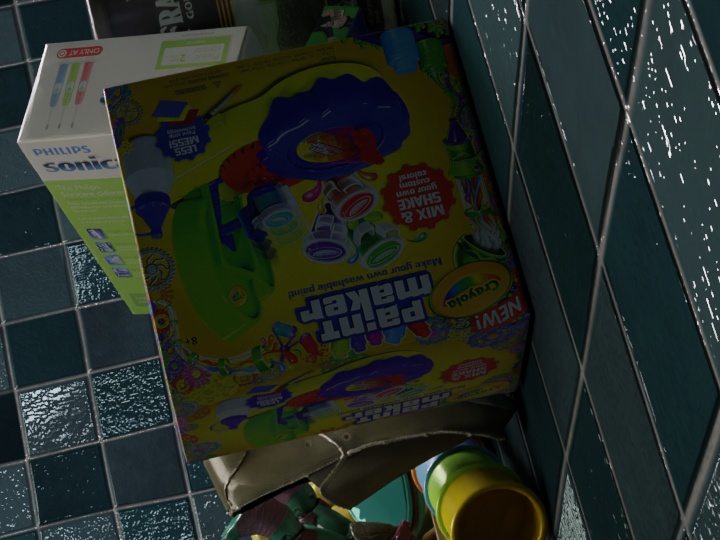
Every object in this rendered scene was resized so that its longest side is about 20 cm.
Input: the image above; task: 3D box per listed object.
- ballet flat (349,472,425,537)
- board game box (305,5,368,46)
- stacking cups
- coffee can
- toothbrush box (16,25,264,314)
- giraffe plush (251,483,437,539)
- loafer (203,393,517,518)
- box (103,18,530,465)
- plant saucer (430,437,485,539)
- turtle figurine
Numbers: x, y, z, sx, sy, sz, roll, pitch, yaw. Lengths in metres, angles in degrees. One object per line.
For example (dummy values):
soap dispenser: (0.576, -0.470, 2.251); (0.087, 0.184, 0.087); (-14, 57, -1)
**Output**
ballet flat: (0.002, 0.128, 1.661); (0.200, 0.067, 0.070); (57, -162, 25)
board game box: (-0.008, -0.056, 1.440); (0.200, 0.029, 0.135); (70, -147, -43)
stacking cups: (0.058, 0.125, 1.352); (0.200, 0.060, 0.061); (-132, 29, -69)
coffee can: (-0.085, -0.188, 1.491); (0.146, 0.200, 0.146); (167, 90, -85)
toothbrush box: (-0.113, -0.061, 1.424); (0.200, 0.146, 0.086); (61, -148, -51)
giraffe plush: (0.026, 0.233, 1.752); (0.162, 0.200, 0.173); (40, -174, -36)
loafer: (-0.001, 0.110, 1.310); (0.075, 0.200, 0.070); (24, -123, -71)
box: (-0.026, -0.015, 1.235); (0.122, 0.200, 0.193); (90, 166, -67)
plant saucer: (0.073, 0.160, 1.543); (0.200, 0.035, 0.200); (167, 90, -86)
turtle figurine: (0.003, 0.216, 1.503); (0.200, 0.101, 0.150); (38, -179, 1)
